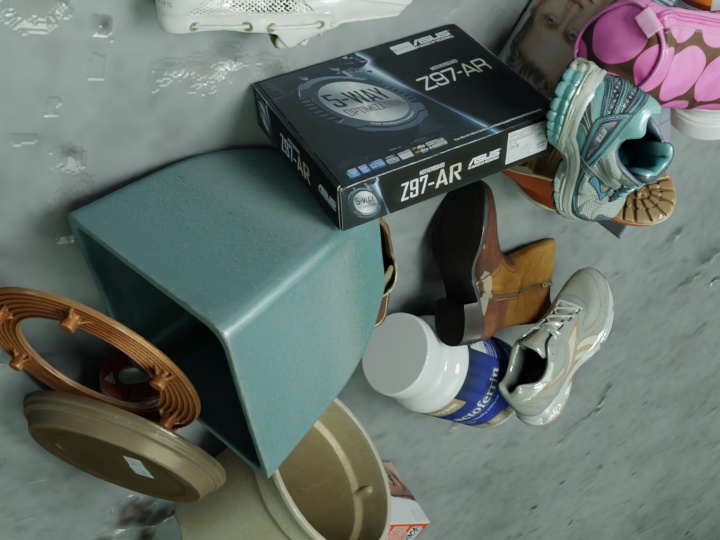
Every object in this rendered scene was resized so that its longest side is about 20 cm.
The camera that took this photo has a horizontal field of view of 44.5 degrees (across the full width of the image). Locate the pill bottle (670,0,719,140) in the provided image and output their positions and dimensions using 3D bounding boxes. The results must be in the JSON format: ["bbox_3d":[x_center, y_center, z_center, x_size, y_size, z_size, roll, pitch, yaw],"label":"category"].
[{"bbox_3d":[0.367,-0.236,0.896,0.113,0.113,0.200,-27,140,-12],"label":"pill bottle"}]

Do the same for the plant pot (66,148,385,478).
[{"bbox_3d":[-0.086,0.009,0.748,0.200,0.196,0.196,-40,144,-27],"label":"plant pot"}]

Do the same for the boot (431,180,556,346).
[{"bbox_3d":[0.171,-0.016,0.994,0.200,0.068,0.189,-11,102,-44],"label":"boot"}]

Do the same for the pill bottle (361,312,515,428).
[{"bbox_3d":[0.100,0.117,1.042,0.200,0.116,0.116,22,113,-46],"label":"pill bottle"}]

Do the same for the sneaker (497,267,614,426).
[{"bbox_3d":[0.226,0.079,1.015,0.092,0.076,0.200,39,74,-46],"label":"sneaker"}]

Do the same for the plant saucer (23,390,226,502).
[{"bbox_3d":[-0.222,0.169,0.816,0.200,0.200,0.029,62,40,-50],"label":"plant saucer"}]

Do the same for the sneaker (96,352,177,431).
[{"bbox_3d":[-0.179,0.130,0.900,0.200,0.078,0.116,4,139,-32],"label":"sneaker"}]

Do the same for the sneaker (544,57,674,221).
[{"bbox_3d":[0.206,-0.085,0.715,0.078,0.086,0.200,-58,151,-9],"label":"sneaker"}]

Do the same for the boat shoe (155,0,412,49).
[{"bbox_3d":[-0.056,-0.202,0.659,0.200,0.071,0.069,-3,132,-23],"label":"boat shoe"}]

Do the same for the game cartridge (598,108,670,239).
[{"bbox_3d":[0.252,-0.131,0.898,0.042,0.133,0.200,-24,138,-16],"label":"game cartridge"}]

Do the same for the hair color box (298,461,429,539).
[{"bbox_3d":[-0.017,0.305,1.140,0.200,0.111,0.064,15,119,-44],"label":"hair color box"}]

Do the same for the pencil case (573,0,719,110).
[{"bbox_3d":[0.279,-0.185,0.747,0.200,0.091,0.094,-9,169,-35],"label":"pencil case"}]

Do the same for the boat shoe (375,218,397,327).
[{"bbox_3d":[0.000,0.000,0.887,0.076,0.072,0.200,-27,139,-12],"label":"boat shoe"}]

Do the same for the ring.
[{"bbox_3d":[-0.227,0.082,0.731,0.201,0.200,0.019,71,36,-49],"label":"ring"}]

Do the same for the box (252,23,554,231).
[{"bbox_3d":[0.035,-0.125,0.723,0.200,0.160,0.044,-21,138,-18],"label":"box"}]

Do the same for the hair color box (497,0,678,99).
[{"bbox_3d":[0.219,-0.245,0.789,0.060,0.100,0.200,7,124,-42],"label":"hair color box"}]

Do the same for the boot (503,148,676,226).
[{"bbox_3d":[0.225,-0.088,0.880,0.075,0.200,0.107,-54,146,-8],"label":"boot"}]

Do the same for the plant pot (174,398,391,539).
[{"bbox_3d":[-0.099,0.254,0.978,0.183,0.201,0.200,-33,144,24],"label":"plant pot"}]
